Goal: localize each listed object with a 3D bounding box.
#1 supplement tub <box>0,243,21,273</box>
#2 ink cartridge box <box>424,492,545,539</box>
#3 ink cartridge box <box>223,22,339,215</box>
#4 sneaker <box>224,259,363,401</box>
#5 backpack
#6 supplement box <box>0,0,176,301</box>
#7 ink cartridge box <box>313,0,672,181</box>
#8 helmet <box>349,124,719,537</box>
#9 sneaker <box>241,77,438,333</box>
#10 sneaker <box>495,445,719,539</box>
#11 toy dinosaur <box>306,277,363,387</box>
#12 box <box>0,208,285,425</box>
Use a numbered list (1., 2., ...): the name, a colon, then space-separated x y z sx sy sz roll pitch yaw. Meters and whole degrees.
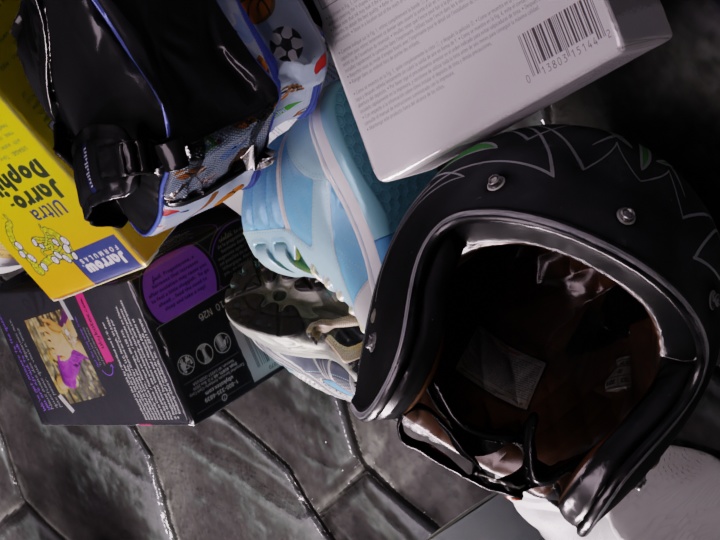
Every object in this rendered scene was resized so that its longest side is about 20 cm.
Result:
1. supplement tub: -0.226 -0.089 1.849 0.145 0.144 0.200 57 147 5
2. ink cartridge box: 0.090 0.261 1.742 0.146 0.083 0.201 43 143 24
3. ink cartridge box: -0.081 -0.128 1.665 0.196 0.043 0.200 37 143 1
4. sneaker: 0.013 0.050 1.713 0.199 0.078 0.086 25 161 34
5. backpack: -0.112 -0.118 1.520 0.201 0.153 0.191 64 157 16
6. supplement box: -0.191 -0.098 1.662 0.200 0.109 0.109 50 143 -17
7. ink cartridge box: 0.050 -0.160 1.416 0.200 0.045 0.177 -27 83 48
8. helmet: 0.099 0.019 1.441 0.200 0.200 0.192 30 94 39
9. sneaker: 0.000 0.000 1.593 0.130 0.079 0.201 -29 76 50
10. sneaker: 0.164 0.149 1.578 0.200 0.075 0.089 19 142 54
11. toy dinosaur: 0.030 0.028 1.630 0.200 0.101 0.058 45 171 33
12. box: -0.139 0.032 1.842 0.200 0.122 0.107 -3 113 55
